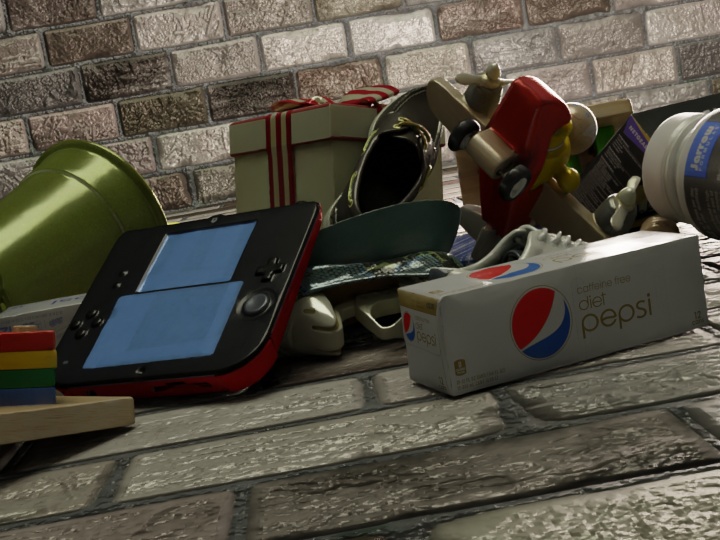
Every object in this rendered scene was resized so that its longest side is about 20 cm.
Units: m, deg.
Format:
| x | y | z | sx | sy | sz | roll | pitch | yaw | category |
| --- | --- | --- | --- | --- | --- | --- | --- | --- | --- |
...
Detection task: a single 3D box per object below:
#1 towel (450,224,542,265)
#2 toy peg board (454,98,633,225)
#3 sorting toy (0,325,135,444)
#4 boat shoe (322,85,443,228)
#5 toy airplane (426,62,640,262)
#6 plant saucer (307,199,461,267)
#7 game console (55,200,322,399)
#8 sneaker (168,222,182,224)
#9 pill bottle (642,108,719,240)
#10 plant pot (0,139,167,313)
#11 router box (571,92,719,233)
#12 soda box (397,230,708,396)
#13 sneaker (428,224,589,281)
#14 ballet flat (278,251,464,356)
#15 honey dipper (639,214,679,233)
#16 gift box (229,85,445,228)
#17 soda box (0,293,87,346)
| x | y | z | sx | sy | sz | roll | pitch | yaw | category |
| --- | --- | --- | --- | --- | --- | --- | --- | --- | --- |
| 0.147 | -0.022 | 1.221 | 0.197 | 0.024 | 0.144 | -6 | 11 | 38 | towel |
| 0.215 | -0.090 | 1.312 | 0.196 | 0.100 | 0.200 | -10 | -21 | 5 | toy peg board |
| -0.284 | 0.074 | 0.740 | 0.196 | 0.071 | 0.199 | -4 | -2 | 36 | sorting toy |
| 0.035 | -0.099 | 1.040 | 0.061 | 0.071 | 0.203 | -41 | 18 | 56 | boat shoe |
| 0.149 | -0.085 | 0.988 | 0.141 | 0.202 | 0.199 | -38 | 20 | -14 | toy airplane |
| 0.000 | 0.000 | 0.975 | 0.197 | 0.037 | 0.200 | -19 | -14 | -5 | plant saucer |
| -0.134 | 0.021 | 0.872 | 0.197 | 0.031 | 0.179 | -7 | 46 | 26 | game console |
| -0.304 | -0.017 | 1.515 | 0.197 | 0.077 | 0.105 | -15 | 9 | -25 | sneaker |
| 0.332 | -0.075 | 0.933 | 0.112 | 0.116 | 0.199 | -13 | 16 | -27 | pill bottle |
| -0.318 | -0.001 | 1.133 | 0.197 | 0.203 | 0.190 | -4 | 23 | 33 | plant pot |
| 0.293 | -0.096 | 1.131 | 0.198 | 0.053 | 0.158 | -18 | -27 | -40 | router box |
| 0.127 | 0.024 | 0.752 | 0.197 | 0.065 | 0.068 | -13 | 9 | -20 | soda box |
| 0.137 | 0.001 | 0.826 | 0.197 | 0.072 | 0.073 | -19 | 12 | -27 | sneaker |
| -0.006 | 0.031 | 0.880 | 0.196 | 0.076 | 0.074 | -15 | 9 | -8 | ballet flat |
| 0.249 | -0.011 | 0.952 | 0.037 | 0.039 | 0.200 | -7 | 11 | 16 | honey dipper |
| -0.017 | -0.086 | 1.175 | 0.182 | 0.191 | 0.198 | -2 | 2 | 42 | gift box |
| -0.206 | 0.050 | 0.972 | 0.196 | 0.065 | 0.068 | -10 | 7 | -4 | soda box |
